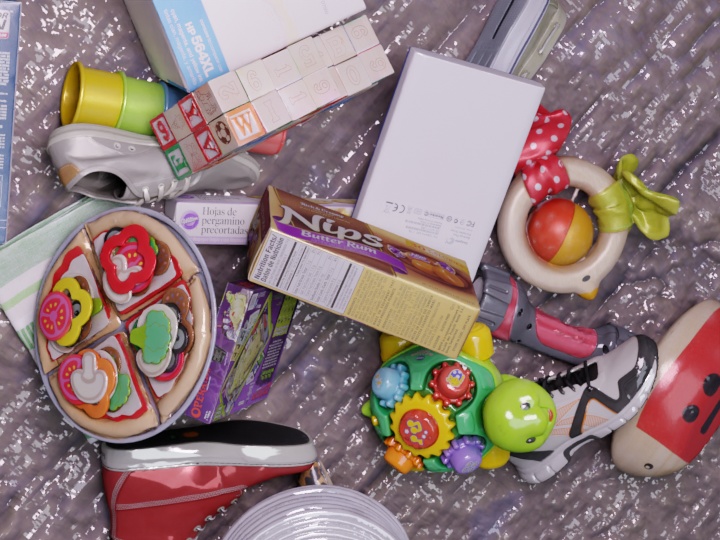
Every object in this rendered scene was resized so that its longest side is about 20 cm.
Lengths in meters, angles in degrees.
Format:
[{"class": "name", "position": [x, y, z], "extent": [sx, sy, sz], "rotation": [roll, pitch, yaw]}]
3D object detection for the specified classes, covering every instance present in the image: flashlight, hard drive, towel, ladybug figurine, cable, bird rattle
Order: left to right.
[{"class": "towel", "position": [-0.230, 0.038, 1.675], "extent": [0.152, 0.023, 0.201], "rotation": [-31, 111, -11]}, {"class": "cable", "position": [-0.043, 0.296, 1.709], "extent": [0.199, 0.069, 0.201], "rotation": [33, 98, -16]}, {"class": "hard drive", "position": [0.073, -0.091, 1.694], "extent": [0.131, 0.025, 0.201], "rotation": [13, 109, -20]}, {"class": "flashlight", "position": [0.187, 0.053, 1.814], "extent": [0.199, 0.068, 0.069], "rotation": [20, 92, -22]}, {"class": "bird rattle", "position": [0.195, -0.061, 1.765], "extent": [0.199, 0.113, 0.164], "rotation": [22, 91, -23]}, {"class": "ladybug figurine", "position": [0.324, 0.122, 1.854], "extent": [0.201, 0.072, 0.136], "rotation": [-61, 148, 2]}]

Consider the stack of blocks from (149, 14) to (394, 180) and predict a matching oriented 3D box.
[{"class": "stack of blocks", "position": [-0.068, -0.153, 1.604], "extent": [0.199, 0.115, 0.059], "rotation": [-29, 93, -35]}]

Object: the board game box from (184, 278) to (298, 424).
[{"class": "board game box", "position": [-0.099, 0.065, 1.645], "extent": [0.032, 0.200, 0.121], "rotation": [15, 95, 10]}]

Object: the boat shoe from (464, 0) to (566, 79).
[{"class": "boat shoe", "position": [0.129, -0.176, 1.739], "extent": [0.062, 0.072, 0.201], "rotation": [32, 88, -29]}]

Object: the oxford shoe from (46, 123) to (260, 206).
[{"class": "oxford shoe", "position": [-0.180, -0.084, 1.627], "extent": [0.199, 0.075, 0.058], "rotation": [5, 65, -32]}]

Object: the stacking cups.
[{"class": "stacking cups", "position": [-0.161, -0.142, 1.644], "extent": [0.198, 0.060, 0.061], "rotation": [6, 100, -25]}]

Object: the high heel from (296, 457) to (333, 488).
[{"class": "high heel", "position": [-0.083, 0.278, 1.759], "extent": [0.141, 0.071, 0.202], "rotation": [-13, 112, -20]}]

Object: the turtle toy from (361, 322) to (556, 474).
[{"class": "turtle toy", "position": [0.090, 0.130, 1.739], "extent": [0.198, 0.101, 0.147], "rotation": [-4, 107, 24]}]

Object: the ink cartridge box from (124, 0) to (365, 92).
[{"class": "ink cartridge box", "position": [-0.098, -0.256, 1.601], "extent": [0.199, 0.128, 0.126], "rotation": [-26, 110, -13]}]

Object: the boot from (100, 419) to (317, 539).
[{"class": "boot", "position": [-0.137, 0.219, 1.725], "extent": [0.198, 0.072, 0.146], "rotation": [-5, 104, -9]}]

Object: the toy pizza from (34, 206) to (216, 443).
[{"class": "toy pizza", "position": [-0.207, 0.045, 1.582], "extent": [0.032, 0.199, 0.202], "rotation": [9, 101, -58]}]

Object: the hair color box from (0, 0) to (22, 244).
[{"class": "hair color box", "position": [-0.325, -0.130, 1.559], "extent": [0.060, 0.100, 0.202], "rotation": [2, 101, -20]}]

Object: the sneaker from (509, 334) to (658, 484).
[{"class": "sneaker", "position": [0.204, 0.126, 1.800], "extent": [0.080, 0.074, 0.200], "rotation": [38, 115, -19]}]

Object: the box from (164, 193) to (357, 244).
[{"class": "box", "position": [-0.079, -0.045, 1.704], "extent": [0.198, 0.041, 0.039], "rotation": [1, 102, -20]}]

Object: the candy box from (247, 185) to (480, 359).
[{"class": "candy box", "position": [0.000, 0.000, 1.635], "extent": [0.199, 0.117, 0.057], "rotation": [22, 108, -11]}]
